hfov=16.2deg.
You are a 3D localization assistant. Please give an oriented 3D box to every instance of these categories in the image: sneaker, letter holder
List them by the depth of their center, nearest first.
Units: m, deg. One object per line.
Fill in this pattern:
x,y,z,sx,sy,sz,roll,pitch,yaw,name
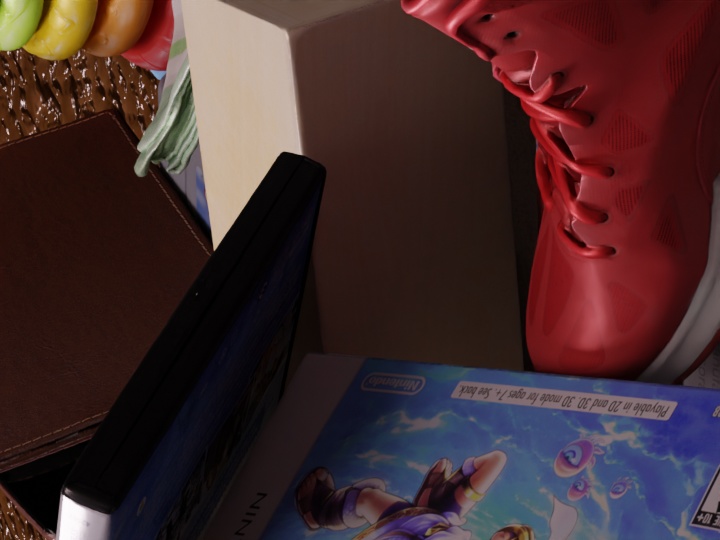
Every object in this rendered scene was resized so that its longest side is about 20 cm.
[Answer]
0.046,-0.048,0.622,0.078,0.115,0.200,50,136,46,sneaker
-0.123,0.041,1.012,0.200,0.142,0.101,-129,26,-50,letter holder

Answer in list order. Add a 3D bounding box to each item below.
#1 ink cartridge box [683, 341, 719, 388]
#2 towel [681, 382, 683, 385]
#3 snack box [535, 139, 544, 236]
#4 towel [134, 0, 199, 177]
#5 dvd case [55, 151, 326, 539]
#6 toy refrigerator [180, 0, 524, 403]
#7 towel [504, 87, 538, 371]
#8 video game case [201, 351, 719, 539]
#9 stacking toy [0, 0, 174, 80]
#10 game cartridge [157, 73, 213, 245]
0.171,0.006,0.618,0.200,0.084,0.147,25,119,58,ink cartridge box
0.060,0.016,0.885,0.147,0.024,0.200,65,148,23,towel
0.084,-0.068,0.701,0.200,0.072,0.024,84,167,-49,snack box
-0.047,-0.150,0.917,0.153,0.023,0.200,125,156,-61,towel
-0.056,0.079,0.739,0.018,0.143,0.200,21,136,9,dvd case
0.000,0.000,0.800,0.070,0.076,0.200,29,133,50,toy refrigerator
0.046,-0.014,0.843,0.132,0.034,0.201,4,103,60,towel
0.018,0.111,0.642,0.200,0.045,0.182,2,57,50,video game case
-0.145,-0.126,1.023,0.116,0.200,0.110,-13,88,62,stacking toy
-0.033,0.017,1.007,0.133,0.041,0.200,88,158,-54,game cartridge
